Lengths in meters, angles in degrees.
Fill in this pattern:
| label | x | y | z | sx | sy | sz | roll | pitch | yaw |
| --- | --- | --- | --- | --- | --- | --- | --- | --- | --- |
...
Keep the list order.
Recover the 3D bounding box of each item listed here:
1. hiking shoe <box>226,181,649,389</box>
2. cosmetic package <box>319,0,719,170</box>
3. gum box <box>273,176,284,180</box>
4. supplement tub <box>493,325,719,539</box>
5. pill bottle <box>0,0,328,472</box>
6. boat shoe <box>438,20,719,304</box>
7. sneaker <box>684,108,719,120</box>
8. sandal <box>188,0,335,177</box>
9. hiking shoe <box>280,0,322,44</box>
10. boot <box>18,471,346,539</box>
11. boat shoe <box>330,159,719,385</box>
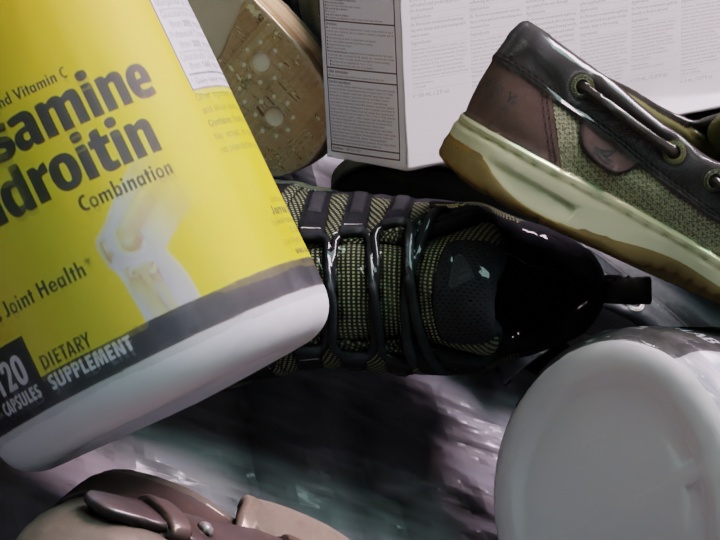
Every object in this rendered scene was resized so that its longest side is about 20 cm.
| label | x | y | z | sx | sy | sz | roll | pitch | yaw |
| --- | --- | --- | --- | --- | --- | --- | --- | --- | --- |
| hiking shoe | 0.000 | 0.000 | 0.948 | 0.199 | 0.076 | 0.101 | -3 | -3 | -35 |
| cosmetic package | 0.074 | -0.094 | 1.035 | 0.200 | 0.083 | 0.051 | -12 | 16 | -39 |
| gum box | -0.131 | -0.075 | 1.046 | 0.199 | 0.045 | 0.170 | 20 | 28 | -22 |
| supplement tub | 0.154 | 0.081 | 0.985 | 0.200 | 0.123 | 0.123 | 2 | 38 | -43 |
| pill bottle | -0.098 | -0.049 | 0.841 | 0.112 | 0.112 | 0.201 | -21 | 83 | -57 |
| boat shoe | 0.126 | -0.026 | 0.945 | 0.200 | 0.066 | 0.072 | 20 | 14 | -17 |
| sneaker | 0.134 | -0.028 | 1.130 | 0.078 | 0.090 | 0.200 | -4 | 12 | -28 |
| sandal | -0.098 | -0.110 | 1.003 | 0.212 | 0.078 | 0.070 | 40 | 21 | 8 |
| hiking shoe | 0.011 | -0.083 | 1.106 | 0.101 | 0.076 | 0.200 | 31 | -16 | 36 |
| boot | -0.010 | 0.126 | 0.795 | 0.200 | 0.070 | 0.146 | 30 | 21 | -10 |
| boat shoe | 0.075 | 0.018 | 1.075 | 0.199 | 0.074 | 0.066 | 27 | 56 | -16 |
